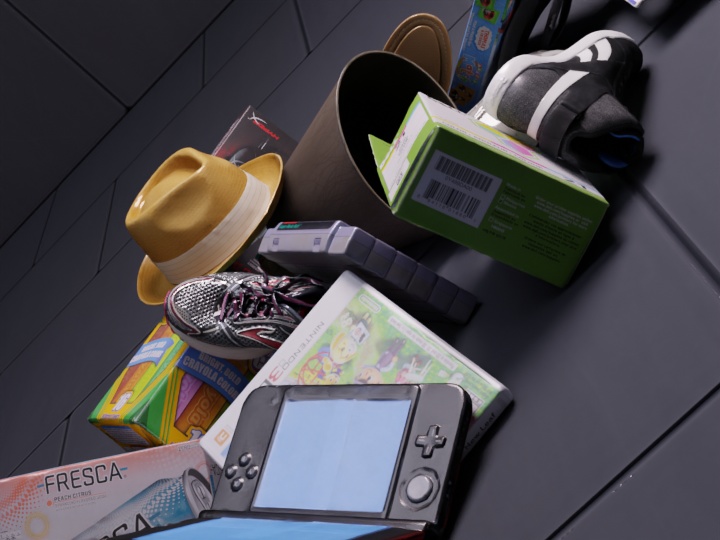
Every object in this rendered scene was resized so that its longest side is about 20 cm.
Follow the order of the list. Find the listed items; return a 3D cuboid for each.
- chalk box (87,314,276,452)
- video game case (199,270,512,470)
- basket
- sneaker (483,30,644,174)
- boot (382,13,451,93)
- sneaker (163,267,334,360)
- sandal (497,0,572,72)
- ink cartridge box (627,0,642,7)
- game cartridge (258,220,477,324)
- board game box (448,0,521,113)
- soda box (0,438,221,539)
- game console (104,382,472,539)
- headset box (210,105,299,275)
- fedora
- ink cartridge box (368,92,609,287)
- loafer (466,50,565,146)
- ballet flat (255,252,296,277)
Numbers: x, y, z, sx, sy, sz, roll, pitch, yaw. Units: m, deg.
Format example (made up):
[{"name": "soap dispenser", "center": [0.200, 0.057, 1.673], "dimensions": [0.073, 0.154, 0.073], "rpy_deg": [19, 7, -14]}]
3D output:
[{"name": "chalk box", "center": [-0.131, 0.095, 1.342], "dimensions": [0.125, 0.124, 0.200], "rpy_deg": [-12, 40, 59]}, {"name": "video game case", "center": [-0.010, 0.112, 1.076], "dimensions": [0.182, 0.022, 0.200], "rpy_deg": [-50, 45, -4]}, {"name": "basket", "center": [-0.001, -0.082, 1.378], "dimensions": [0.136, 0.181, 0.200], "rpy_deg": [-23, -8, -34]}, {"name": "sneaker", "center": [0.193, -0.126, 1.160], "dimensions": [0.200, 0.112, 0.073], "rpy_deg": [-23, -34, -46]}, {"name": "boot", "center": [0.059, -0.195, 1.465], "dimensions": [0.156, 0.076, 0.201], "rpy_deg": [-75, -12, -52]}, {"name": "sneaker", "center": [-0.072, 0.031, 1.237], "dimensions": [0.075, 0.199, 0.081], "rpy_deg": [66, -151, -65]}, {"name": "sandal", "center": [0.182, -0.261, 1.361], "dimensions": [0.201, 0.043, 0.076], "rpy_deg": [-64, -8, 14]}, {"name": "ink cartridge box", "center": [0.303, -0.317, 1.299], "dimensions": [0.200, 0.043, 0.196], "rpy_deg": [-47, 18, 13]}, {"name": "game cartridge", "center": [0.000, 0.000, 1.231], "dimensions": [0.038, 0.129, 0.200], "rpy_deg": [-60, 21, -12]}, {"name": "board game box", "center": [0.136, -0.248, 1.414], "dimensions": [0.200, 0.036, 0.152], "rpy_deg": [104, -168, -56]}, {"name": "soda box", "center": [-0.208, 0.191, 1.222], "dimensions": [0.199, 0.069, 0.064], "rpy_deg": [-13, -8, 13]}, {"name": "game console", "center": [-0.047, 0.134, 0.988], "dimensions": [0.199, 0.119, 0.173], "rpy_deg": [-3, 58, 34]}, {"name": "headset box", "center": [-0.123, -0.050, 1.556], "dimensions": [0.200, 0.149, 0.077], "rpy_deg": [-57, 9, -26]}, {"name": "fedora", "center": [-0.162, -0.059, 1.388], "dimensions": [0.200, 0.082, 0.201], "rpy_deg": [-36, 28, 22]}, {"name": "ink cartridge box", "center": [0.091, -0.079, 1.136], "dimensions": [0.076, 0.147, 0.200], "rpy_deg": [-63, 15, 17]}, {"name": "loafer", "center": [0.124, -0.124, 1.294], "dimensions": [0.200, 0.070, 0.070], "rpy_deg": [-57, 12, -25]}, {"name": "ballet flat", "center": [-0.031, -0.066, 1.517], "dimensions": [0.200, 0.072, 0.068], "rpy_deg": [-57, 4, -24]}]
